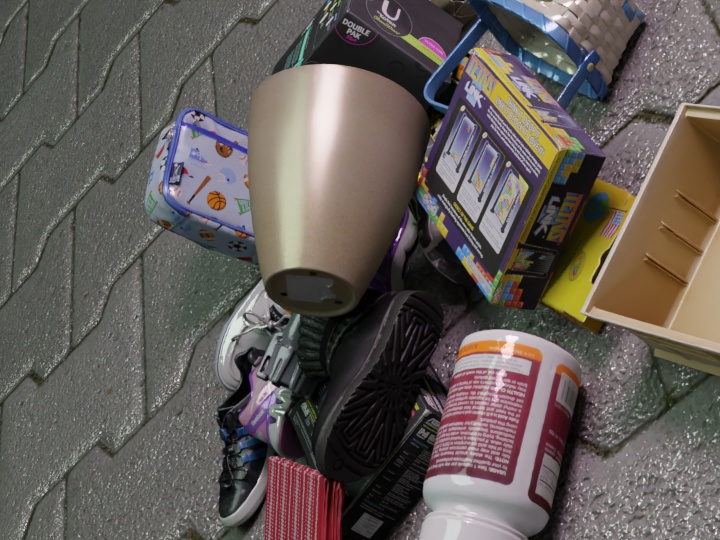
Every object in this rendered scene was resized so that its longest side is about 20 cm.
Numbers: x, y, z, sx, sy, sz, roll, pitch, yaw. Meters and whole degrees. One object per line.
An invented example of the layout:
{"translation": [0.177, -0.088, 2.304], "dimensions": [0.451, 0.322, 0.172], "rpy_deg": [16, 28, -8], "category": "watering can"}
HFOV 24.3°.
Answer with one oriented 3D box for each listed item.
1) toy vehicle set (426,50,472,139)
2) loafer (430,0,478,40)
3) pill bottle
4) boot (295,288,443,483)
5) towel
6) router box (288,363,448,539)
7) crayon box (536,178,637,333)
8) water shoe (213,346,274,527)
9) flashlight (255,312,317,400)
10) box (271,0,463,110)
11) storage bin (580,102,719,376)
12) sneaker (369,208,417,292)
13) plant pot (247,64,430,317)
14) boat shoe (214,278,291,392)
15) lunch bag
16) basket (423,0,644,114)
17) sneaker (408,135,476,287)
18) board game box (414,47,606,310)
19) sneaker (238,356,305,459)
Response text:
{"translation": [0.125, -0.165, 1.831], "dimensions": [0.125, 0.026, 0.200], "rpy_deg": [-56, 30, 7], "category": "toy vehicle set"}
{"translation": [0.115, -0.319, 1.937], "dimensions": [0.199, 0.069, 0.076], "rpy_deg": [-27, 43, 43], "category": "loafer"}
{"translation": [0.119, 0.164, 1.465], "dimensions": [0.114, 0.114, 0.202], "rpy_deg": [-14, 52, 51], "category": "pill bottle"}
{"translation": [-0.018, 0.105, 1.628], "dimensions": [0.157, 0.079, 0.212], "rpy_deg": [2, 54, 49], "category": "boot"}
{"translation": [-0.058, 0.265, 1.659], "dimensions": [0.200, 0.022, 0.146], "rpy_deg": [-178, 91, -70], "category": "towel"}
{"translation": [0.015, 0.153, 1.683], "dimensions": [0.150, 0.062, 0.200], "rpy_deg": [-52, 30, 14], "category": "router box"}
{"translation": [0.201, -0.023, 1.566], "dimensions": [0.128, 0.051, 0.200], "rpy_deg": [-59, 29, 2], "category": "crayon box"}
{"translation": [-0.136, 0.184, 1.870], "dimensions": [0.071, 0.079, 0.202], "rpy_deg": [-16, 51, 51], "category": "water shoe"}
{"translation": [-0.032, 0.035, 1.745], "dimensions": [0.067, 0.068, 0.202], "rpy_deg": [12, 75, 52], "category": "flashlight"}
{"translation": [-0.002, -0.224, 1.913], "dimensions": [0.200, 0.148, 0.125], "rpy_deg": [-45, 20, 37], "category": "box"}
{"translation": [0.309, -0.018, 1.355], "dimensions": [0.198, 0.093, 0.201], "rpy_deg": [17, 79, 60], "category": "storage bin"}
{"translation": [0.000, 0.000, 1.821], "dimensions": [0.080, 0.083, 0.202], "rpy_deg": [-20, 49, 48], "category": "sneaker"}
{"translation": [-0.035, -0.064, 1.635], "dimensions": [0.187, 0.186, 0.202], "rpy_deg": [-25, 45, 44], "category": "plant pot"}
{"translation": [-0.097, 0.054, 1.927], "dimensions": [0.203, 0.074, 0.086], "rpy_deg": [-55, 12, -5], "category": "boat shoe"}
{"translation": [-0.164, -0.107, 2.048], "dimensions": [0.075, 0.199, 0.162], "rpy_deg": [-33, 39, 51], "category": "lunch bag"}
{"translation": [0.170, -0.225, 1.686], "dimensions": [0.176, 0.139, 0.201], "rpy_deg": [30, 85, 45], "category": "basket"}
{"translation": [0.091, -0.062, 1.757], "dimensions": [0.074, 0.085, 0.201], "rpy_deg": [-27, 59, 7], "category": "sneaker"}
{"translation": [0.134, -0.088, 1.564], "dimensions": [0.166, 0.056, 0.200], "rpy_deg": [-66, 32, 26], "category": "board game box"}
{"translation": [-0.077, 0.103, 1.830], "dimensions": [0.088, 0.080, 0.202], "rpy_deg": [6, 68, 39], "category": "sneaker"}
